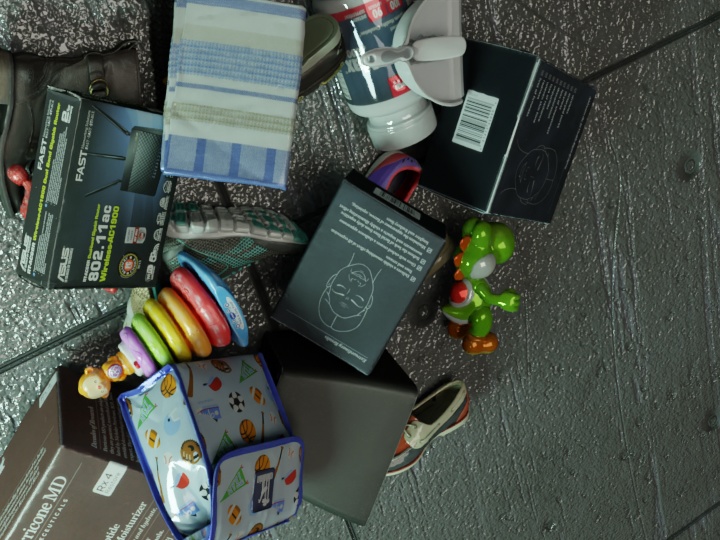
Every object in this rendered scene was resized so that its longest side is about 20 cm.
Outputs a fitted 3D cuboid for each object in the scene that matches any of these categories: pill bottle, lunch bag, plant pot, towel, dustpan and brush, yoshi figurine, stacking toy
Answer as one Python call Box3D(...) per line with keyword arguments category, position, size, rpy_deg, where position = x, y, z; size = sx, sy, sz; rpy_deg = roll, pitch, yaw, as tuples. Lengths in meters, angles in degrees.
Box3D(category="pill bottle", position=(0.027, -0.261, 1.025), size=(0.118, 0.119, 0.203), rpy_deg=(-30, 119, -14))
Box3D(category="lunch bag", position=(-0.157, 0.207, 0.946), size=(0.123, 0.203, 0.169), rpy_deg=(-31, 163, 29))
Box3D(category="plant pot", position=(-0.061, 0.190, 1.111), size=(0.175, 0.200, 0.203), rpy_deg=(19, 100, -21))
Box3D(category="towel", position=(-0.137, -0.195, 0.885), size=(0.144, 0.024, 0.205), rpy_deg=(6, 90, -3))
Box3D(category="dustpan and brush", position=(0.064, -0.251, 0.941), size=(0.197, 0.057, 0.143), rpy_deg=(-17, 112, -34))
Box3D(category="yoshi figurine", position=(0.184, 0.013, 1.209), size=(0.110, 0.112, 0.204), rpy_deg=(9, 120, 14))
Box3D(category="stacking toy", position=(-0.238, 0.081, 0.949), size=(0.199, 0.109, 0.118), rpy_deg=(-36, 125, -20))

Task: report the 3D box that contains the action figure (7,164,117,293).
Box3D(category="action figure", position=(-0.329, -0.051, 0.926), size=(0.066, 0.051, 0.201), rpy_deg=(-47, 145, -14))

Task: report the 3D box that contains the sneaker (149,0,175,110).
Box3D(category="sneaker", position=(-0.190, -0.238, 0.961), size=(0.089, 0.069, 0.204), rpy_deg=(-15, 115, -39))

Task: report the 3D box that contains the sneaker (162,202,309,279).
Box3D(category="sneaker", position=(-0.163, -0.030, 1.048), size=(0.196, 0.078, 0.093), rpy_deg=(4, 117, -22))

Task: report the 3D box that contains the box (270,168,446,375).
Box3D(category="box", position=(0.000, 0.000, 1.049), size=(0.147, 0.107, 0.202), rpy_deg=(30, 104, -2))

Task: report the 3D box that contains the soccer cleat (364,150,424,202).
Box3D(category="soccer cleat", position=(0.010, -0.073, 1.111), size=(0.068, 0.073, 0.201), rpy_deg=(39, 88, -32))

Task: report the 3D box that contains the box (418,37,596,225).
Box3D(category="box", position=(0.201, -0.180, 1.105), size=(0.195, 0.123, 0.204), rpy_deg=(3, 108, -52))

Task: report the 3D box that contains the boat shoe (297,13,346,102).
Box3D(category="boat shoe", position=(-0.101, -0.210, 0.940), size=(0.199, 0.072, 0.061), rpy_deg=(-34, 150, -2))

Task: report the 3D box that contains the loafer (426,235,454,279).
Box3D(category="loafer", position=(0.047, 0.003, 1.163), size=(0.200, 0.076, 0.068), rpy_deg=(-46, 122, -17))

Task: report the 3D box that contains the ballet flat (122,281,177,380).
Box3D(category="ballet flat", position=(-0.262, 0.087, 1.037), size=(0.064, 0.071, 0.204), rpy_deg=(-15, 112, -2))

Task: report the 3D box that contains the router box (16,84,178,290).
Box3D(category="router box", position=(-0.275, -0.083, 0.887), size=(0.149, 0.061, 0.204), rpy_deg=(-1, 107, -56))

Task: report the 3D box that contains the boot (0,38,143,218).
Box3D(category="boot", position=(-0.322, -0.157, 0.917), size=(0.171, 0.069, 0.204), rpy_deg=(-6, 118, -34))

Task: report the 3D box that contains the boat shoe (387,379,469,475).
Box3D(category="boat shoe", position=(0.088, 0.240, 1.264), size=(0.198, 0.071, 0.063), rpy_deg=(-29, 135, -22))

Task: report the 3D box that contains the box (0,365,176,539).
Box3D(category="box", position=(-0.315, 0.255, 1.000), size=(0.198, 0.165, 0.167), rpy_deg=(28, 103, -32))
